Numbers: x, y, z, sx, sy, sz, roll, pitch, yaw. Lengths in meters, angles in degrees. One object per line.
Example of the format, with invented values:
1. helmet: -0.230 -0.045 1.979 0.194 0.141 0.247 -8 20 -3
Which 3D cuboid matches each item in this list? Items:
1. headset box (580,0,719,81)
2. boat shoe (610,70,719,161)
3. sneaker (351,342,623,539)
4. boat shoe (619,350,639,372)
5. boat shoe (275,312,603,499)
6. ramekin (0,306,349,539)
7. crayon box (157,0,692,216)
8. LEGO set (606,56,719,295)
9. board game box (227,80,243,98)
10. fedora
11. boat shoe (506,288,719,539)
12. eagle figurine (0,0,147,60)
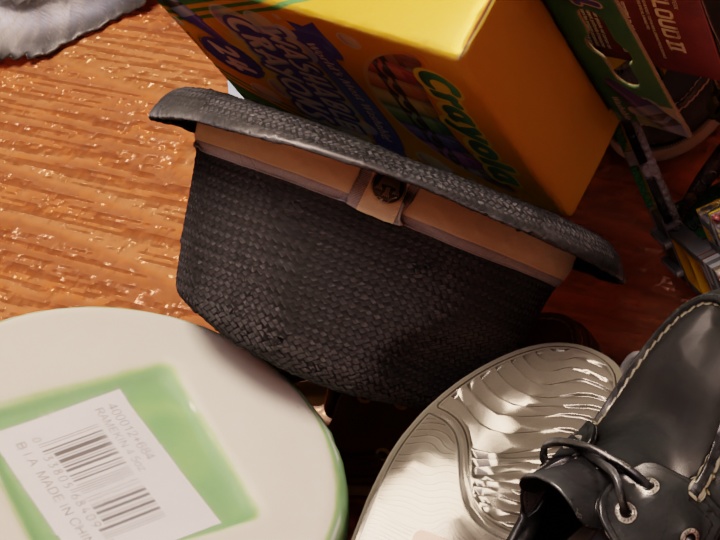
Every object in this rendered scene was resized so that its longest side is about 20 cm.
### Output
1. headset box: 0.091 -0.169 0.771 0.199 0.077 0.149 16 73 27
2. boat shoe: 0.159 -0.143 0.945 0.072 0.063 0.200 8 57 29
3. sneaker: 0.041 0.126 0.731 0.075 0.106 0.200 23 65 31
4. boat shoe: 0.124 0.073 0.765 0.199 0.068 0.074 -21 44 9
5. boat shoe: 0.006 0.057 0.841 0.199 0.068 0.072 -15 46 15
6. ramekin: -0.098 0.106 0.740 0.199 0.098 0.200 8 41 -7
7. crayon box: 0.017 -0.087 0.760 0.199 0.126 0.052 20 75 33
8. LEGO set: 0.187 -0.066 0.795 0.199 0.154 0.116 -17 17 -3
9. board game box: 0.033 -0.116 0.948 0.195 0.056 0.200 -24 24 7
10. fedora: 0.000 0.000 0.774 0.200 0.200 0.092 21 91 39
11. boat shoe: 0.077 0.090 0.641 0.074 0.066 0.200 29 90 56
12. eagle figurine: -0.161 -0.221 1.161 0.151 0.151 0.200 -16 -11 -47
